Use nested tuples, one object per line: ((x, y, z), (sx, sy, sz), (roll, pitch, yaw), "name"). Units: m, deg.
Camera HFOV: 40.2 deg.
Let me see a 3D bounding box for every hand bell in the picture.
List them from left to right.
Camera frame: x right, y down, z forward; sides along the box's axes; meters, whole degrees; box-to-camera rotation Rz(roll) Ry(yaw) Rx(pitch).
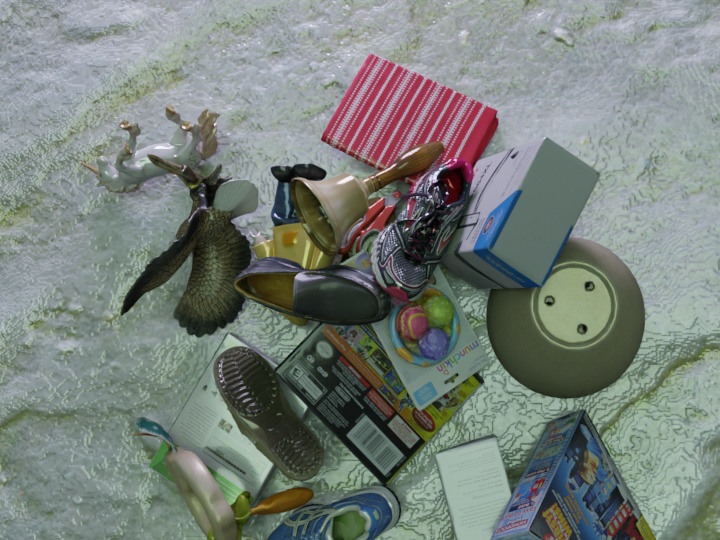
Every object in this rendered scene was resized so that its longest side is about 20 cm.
((0.022, -0.111, 1.212), (0.198, 0.104, 0.105), (-31, 79, -19), "hand bell")

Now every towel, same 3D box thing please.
((0.066, -0.184, 1.278), (0.198, 0.023, 0.146), (27, 74, 10), "towel")

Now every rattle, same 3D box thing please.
((-0.175, 0.232, 1.208), (0.142, 0.131, 0.200), (-37, 53, -9), "rattle")

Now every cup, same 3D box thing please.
((0.249, 0.049, 1.173), (0.196, 0.143, 0.204), (-1, 82, 7), "cup")

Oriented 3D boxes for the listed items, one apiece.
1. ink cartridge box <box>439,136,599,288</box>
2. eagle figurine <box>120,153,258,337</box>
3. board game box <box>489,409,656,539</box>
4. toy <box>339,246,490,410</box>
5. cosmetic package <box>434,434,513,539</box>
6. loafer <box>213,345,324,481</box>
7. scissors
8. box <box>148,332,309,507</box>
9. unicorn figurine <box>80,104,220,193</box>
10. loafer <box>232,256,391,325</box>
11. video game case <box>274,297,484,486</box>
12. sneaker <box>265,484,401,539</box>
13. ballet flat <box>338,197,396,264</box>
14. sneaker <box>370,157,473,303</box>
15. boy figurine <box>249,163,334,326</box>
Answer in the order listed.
((0.174, -0.061, 1.157), (0.084, 0.200, 0.148), (30, 81, -13), "ink cartridge box")
((-0.213, -0.027, 1.257), (0.149, 0.151, 0.204), (8, 72, -5), "eagle figurine")
((0.239, 0.295, 1.116), (0.061, 0.199, 0.202), (-30, 88, 43), "board game box")
((0.072, 0.051, 1.183), (0.114, 0.047, 0.202), (-30, 91, -17), "toy")
((0.151, 0.304, 1.166), (0.080, 0.113, 0.203), (-17, 82, 5), "cosmetic package")
((-0.117, 0.182, 1.206), (0.075, 0.069, 0.201), (-26, 63, -22), "loafer")
((0.034, -0.092, 1.256), (0.072, 0.014, 0.201), (25, 65, 17), "scissors")
((-0.161, 0.203, 1.261), (0.143, 0.036, 0.202), (31, 86, 10), "box")
((-0.279, -0.150, 1.290), (0.196, 0.138, 0.075), (-3, 65, -7), "unicorn figurine")
((-0.059, 0.031, 1.161), (0.197, 0.072, 0.074), (7, 103, 29), "loafer")
((0.024, 0.130, 1.216), (0.181, 0.025, 0.200), (-45, 96, -4), "video game case")
((-0.048, 0.319, 1.198), (0.198, 0.077, 0.077), (-32, 80, 17), "sneaker")
((0.000, 0.000, 1.253), (0.067, 0.063, 0.204), (14, 84, 11), "ballet flat")
((0.073, -0.053, 1.153), (0.080, 0.075, 0.202), (31, 58, -12), "sneaker")
((-0.088, -0.031, 1.265), (0.122, 0.064, 0.204), (1, 83, 20), "boy figurine")
